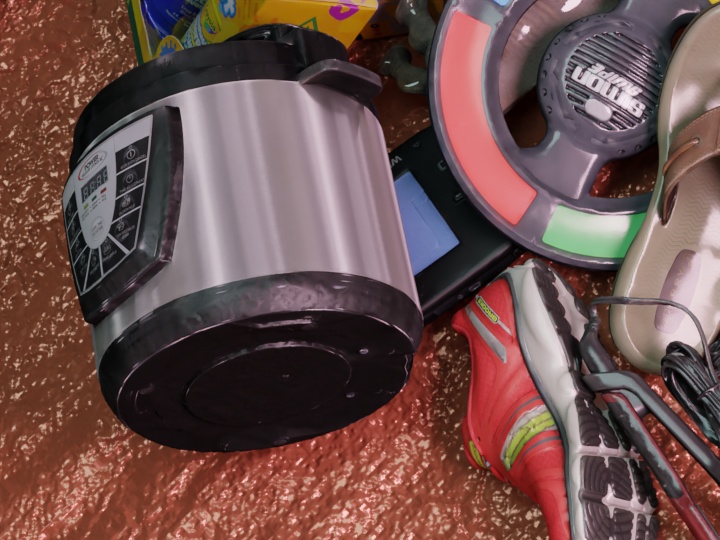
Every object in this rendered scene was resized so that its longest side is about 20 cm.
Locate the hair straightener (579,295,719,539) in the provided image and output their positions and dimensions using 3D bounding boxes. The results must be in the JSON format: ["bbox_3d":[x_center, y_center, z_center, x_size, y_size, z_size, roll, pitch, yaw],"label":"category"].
[{"bbox_3d":[0.182,0.089,1.335,0.077,0.041,0.201,-35,71,1],"label":"hair straightener"}]

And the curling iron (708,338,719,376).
[{"bbox_3d":[0.244,-0.020,1.382,0.201,0.026,0.049,-56,25,-13],"label":"curling iron"}]

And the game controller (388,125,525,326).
[{"bbox_3d":[0.000,0.000,1.455,0.199,0.042,0.105,-35,61,2],"label":"game controller"}]

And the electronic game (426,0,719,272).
[{"bbox_3d":[0.134,-0.100,1.411,0.198,0.042,0.202,0,84,-4],"label":"electronic game"}]

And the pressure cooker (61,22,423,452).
[{"bbox_3d":[-0.066,-0.025,1.370,0.174,0.179,0.201,-10,63,-1],"label":"pressure cooker"}]

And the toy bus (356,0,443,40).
[{"bbox_3d":[0.003,-0.240,1.543,0.078,0.065,0.202,-9,65,15],"label":"toy bus"}]

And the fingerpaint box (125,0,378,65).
[{"bbox_3d":[-0.074,-0.189,1.491,0.073,0.167,0.201,2,60,-28],"label":"fingerpaint box"}]

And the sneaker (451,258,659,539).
[{"bbox_3d":[0.096,0.094,1.375,0.085,0.077,0.201,-30,54,26],"label":"sneaker"}]

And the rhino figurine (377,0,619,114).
[{"bbox_3d":[0.106,-0.158,1.475,0.200,0.060,0.087,-40,56,-8],"label":"rhino figurine"}]

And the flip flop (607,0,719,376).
[{"bbox_3d":[0.183,-0.042,1.366,0.081,0.058,0.201,19,90,-6],"label":"flip flop"}]
